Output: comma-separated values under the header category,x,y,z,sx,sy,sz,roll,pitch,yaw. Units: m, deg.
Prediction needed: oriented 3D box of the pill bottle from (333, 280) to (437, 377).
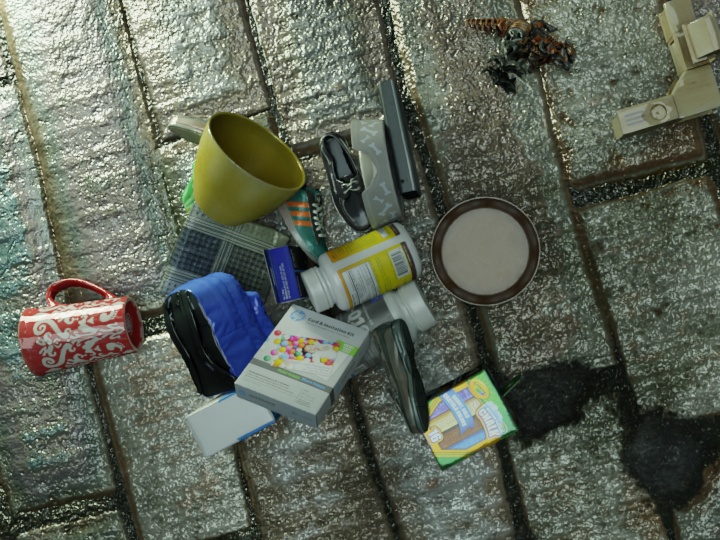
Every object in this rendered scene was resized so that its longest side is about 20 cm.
category,x,y,z,sx,sy,sz,roll,pitch,yaw
pill bottle,0.033,0.103,1.615,0.200,0.114,0.114,-30,86,6

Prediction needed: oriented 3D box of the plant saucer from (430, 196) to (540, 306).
category,x,y,z,sx,sy,sz,roll,pitch,yaw
plant saucer,0.230,-0.035,1.630,0.200,0.034,0.201,0,89,8

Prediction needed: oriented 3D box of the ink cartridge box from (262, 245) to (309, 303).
category,x,y,z,sx,sy,sz,roll,pitch,yaw
ink cartridge box,-0.124,0.006,1.592,0.039,0.200,0.100,-14,90,9

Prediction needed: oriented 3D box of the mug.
category,x,y,z,sx,sy,sz,roll,pitch,yaw
mug,-0.531,0.099,1.684,0.200,0.133,0.178,-10,90,4

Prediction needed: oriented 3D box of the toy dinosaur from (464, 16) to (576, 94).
category,x,y,z,sx,sy,sz,roll,pitch,yaw
toy dinosaur,0.287,-0.405,1.609,0.200,0.102,0.136,21,77,25

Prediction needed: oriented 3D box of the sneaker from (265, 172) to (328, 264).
category,x,y,z,sx,sy,sz,roll,pitch,yaw
sneaker,-0.100,-0.109,1.654,0.080,0.071,0.200,-30,85,11

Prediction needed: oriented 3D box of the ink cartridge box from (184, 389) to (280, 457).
category,x,y,z,sx,sy,sz,roll,pitch,yaw
ink cartridge box,-0.213,0.251,1.605,0.146,0.200,0.084,-29,89,7

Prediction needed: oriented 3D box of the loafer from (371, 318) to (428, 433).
category,x,y,z,sx,sy,sz,roll,pitch,yaw
loafer,0.069,0.186,1.528,0.063,0.072,0.200,-16,77,20

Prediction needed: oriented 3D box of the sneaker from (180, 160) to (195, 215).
category,x,y,z,sx,sy,sz,roll,pitch,yaw
sneaker,-0.299,-0.118,1.690,0.083,0.074,0.200,15,99,38

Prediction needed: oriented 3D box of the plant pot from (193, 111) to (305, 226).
category,x,y,z,sx,sy,sz,roll,pitch,yaw
plant pot,-0.220,-0.164,1.578,0.200,0.200,0.142,44,117,5

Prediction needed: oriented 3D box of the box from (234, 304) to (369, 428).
category,x,y,z,sx,sy,sz,roll,pitch,yaw
box,-0.095,0.158,1.501,0.156,0.200,0.041,19,137,19

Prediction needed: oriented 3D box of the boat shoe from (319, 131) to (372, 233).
category,x,y,z,sx,sy,sz,roll,pitch,yaw
boat shoe,-0.029,-0.165,1.649,0.073,0.063,0.200,-20,88,7

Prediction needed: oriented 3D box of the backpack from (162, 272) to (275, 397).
category,x,y,z,sx,sy,sz,roll,pitch,yaw
backpack,-0.252,0.103,1.588,0.162,0.168,0.200,-24,97,46

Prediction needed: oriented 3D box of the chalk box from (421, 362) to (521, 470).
category,x,y,z,sx,sy,sz,roll,pitch,yaw
chalk box,0.206,0.249,1.588,0.200,0.125,0.124,-29,86,8

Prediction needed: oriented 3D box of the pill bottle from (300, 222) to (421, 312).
category,x,y,z,sx,sy,sz,roll,pitch,yaw
pill bottle,0.000,0.000,1.564,0.200,0.109,0.109,-24,87,-8

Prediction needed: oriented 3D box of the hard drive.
category,x,y,z,sx,sy,sz,roll,pitch,yaw
hard drive,0.072,-0.233,1.597,0.033,0.140,0.200,-12,89,8

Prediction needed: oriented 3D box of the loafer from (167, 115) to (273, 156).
category,x,y,z,sx,sy,sz,roll,pitch,yaw
loafer,-0.263,-0.264,1.684,0.200,0.072,0.063,18,75,1

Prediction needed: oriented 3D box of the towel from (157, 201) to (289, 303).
category,x,y,z,sx,sy,sz,roll,pitch,yaw
towel,-0.254,-0.013,1.662,0.200,0.035,0.193,21,98,-15

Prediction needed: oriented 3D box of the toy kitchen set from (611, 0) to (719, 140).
category,x,y,z,sx,sy,sz,roll,pitch,yaw
toy kitchen set,0.516,-0.356,1.527,0.180,0.163,0.200,-16,88,7

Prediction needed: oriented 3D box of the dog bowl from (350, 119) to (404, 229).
category,x,y,z,sx,sy,sz,roll,pitch,yaw
dog bowl,0.033,-0.176,1.578,0.059,0.200,0.201,-11,89,9
